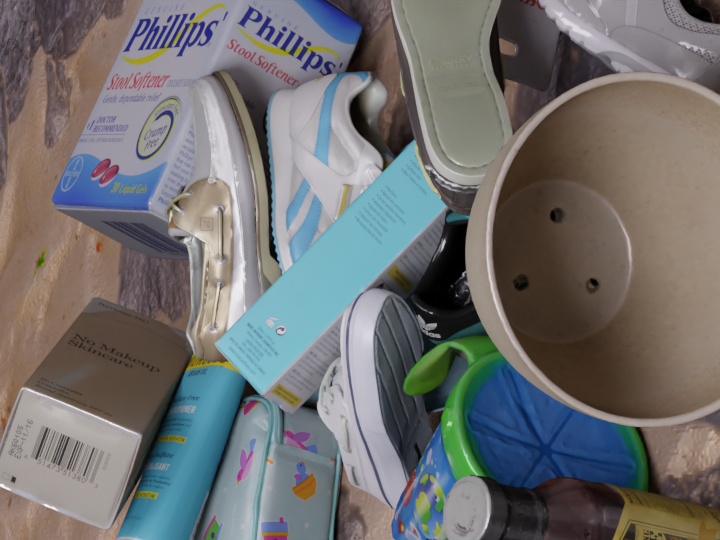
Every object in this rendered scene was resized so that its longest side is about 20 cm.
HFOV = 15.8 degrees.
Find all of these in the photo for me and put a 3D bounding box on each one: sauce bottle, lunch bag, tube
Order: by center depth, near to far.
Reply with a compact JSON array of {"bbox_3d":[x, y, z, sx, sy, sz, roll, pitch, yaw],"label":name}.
[{"bbox_3d":[0.132,0.151,1.452,0.066,0.199,0.067,-20,64,49],"label":"sauce bottle"},{"bbox_3d":[-0.113,0.107,1.810,0.077,0.050,0.201,-7,56,48],"label":"tube"},{"bbox_3d":[-0.092,0.196,1.836,0.160,0.077,0.201,-15,61,50],"label":"lunch bag"}]

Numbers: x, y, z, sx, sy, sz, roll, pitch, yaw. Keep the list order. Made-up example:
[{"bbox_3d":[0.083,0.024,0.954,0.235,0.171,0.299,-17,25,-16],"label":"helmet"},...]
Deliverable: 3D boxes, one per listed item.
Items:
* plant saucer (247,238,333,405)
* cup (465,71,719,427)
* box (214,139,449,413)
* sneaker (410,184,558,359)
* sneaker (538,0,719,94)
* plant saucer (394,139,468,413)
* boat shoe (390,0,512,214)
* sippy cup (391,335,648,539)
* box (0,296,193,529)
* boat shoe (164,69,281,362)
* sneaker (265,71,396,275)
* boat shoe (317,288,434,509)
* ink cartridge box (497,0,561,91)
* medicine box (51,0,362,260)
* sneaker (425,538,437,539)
[{"bbox_3d":[-0.046,-0.002,1.889,0.200,0.027,0.202,-20,63,47],"label":"plant saucer"},{"bbox_3d":[0.140,-0.009,1.528,0.143,0.199,0.202,172,109,-70],"label":"cup"},{"bbox_3d":[0.000,0.000,1.667,0.200,0.082,0.049,-46,73,0],"label":"box"},{"bbox_3d":[0.105,-0.036,1.623,0.071,0.080,0.201,35,92,31],"label":"sneaker"},{"bbox_3d":[0.181,-0.157,1.620,0.082,0.075,0.200,-51,47,9],"label":"sneaker"},{"bbox_3d":[0.060,0.000,1.737,0.199,0.027,0.202,-21,61,43],"label":"plant saucer"},{"bbox_3d":[0.054,-0.133,1.612,0.061,0.071,0.202,98,169,-62],"label":"boat shoe"},{"bbox_3d":[0.088,0.139,1.587,0.130,0.139,0.179,-54,22,44],"label":"sippy cup"},{"bbox_3d":[-0.184,0.097,1.826,0.200,0.094,0.078,-68,-1,-71],"label":"box"},{"bbox_3d":[-0.099,-0.036,1.776,0.075,0.068,0.201,140,119,-78],"label":"boat shoe"},{"bbox_3d":[-0.010,-0.041,1.754,0.080,0.076,0.201,-17,70,24],"label":"sneaker"},{"bbox_3d":[0.002,0.088,1.663,0.066,0.201,0.074,11,48,23],"label":"boat shoe"},{"bbox_3d":[0.084,-0.228,1.721,0.068,0.116,0.201,3,80,54],"label":"ink cartridge box"},{"bbox_3d":[-0.115,-0.114,1.912,0.182,0.103,0.201,4,69,60],"label":"medicine box"},{"bbox_3d":[0.081,0.235,1.532,0.089,0.201,0.079,5,47,38],"label":"sneaker"}]
